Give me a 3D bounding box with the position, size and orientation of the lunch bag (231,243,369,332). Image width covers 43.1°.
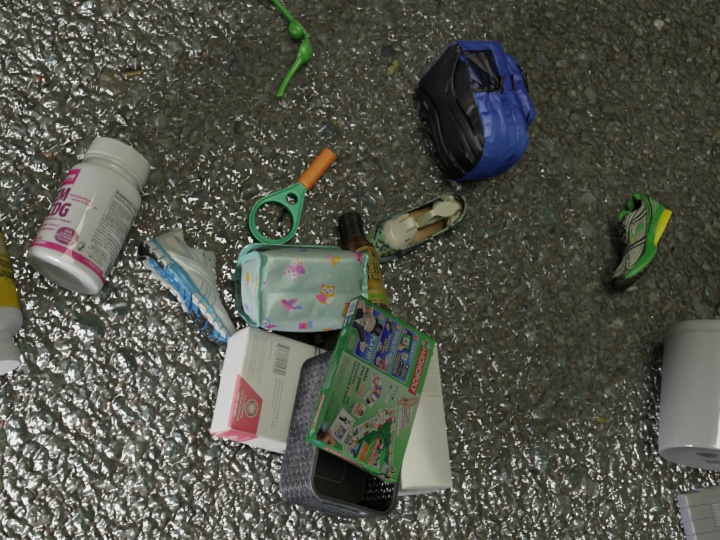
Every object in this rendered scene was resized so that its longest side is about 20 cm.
[{"bbox_3d":[-0.091,0.024,1.311,0.166,0.200,0.125,1,90,-18],"label":"lunch bag"}]

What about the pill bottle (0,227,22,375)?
[{"bbox_3d":[-0.517,0.038,1.221,0.110,0.112,0.204,-14,76,-20],"label":"pill bottle"}]

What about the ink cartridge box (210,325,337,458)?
[{"bbox_3d":[-0.098,0.180,1.290,0.197,0.084,0.149,20,66,-25],"label":"ink cartridge box"}]

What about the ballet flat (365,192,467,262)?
[{"bbox_3d":[0.091,-0.076,1.468,0.197,0.074,0.075,-28,81,-23],"label":"ballet flat"}]

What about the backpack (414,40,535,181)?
[{"bbox_3d":[0.205,-0.258,1.514,0.164,0.163,0.204,-6,72,-22],"label":"backpack"}]

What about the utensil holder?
[{"bbox_3d":[0.563,0.202,1.460,0.166,0.170,0.204,17,69,-10],"label":"utensil holder"}]

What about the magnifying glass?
[{"bbox_3d":[-0.105,-0.118,1.449,0.079,0.022,0.201,38,65,-1],"label":"magnifying glass"}]

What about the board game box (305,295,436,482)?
[{"bbox_3d":[0.017,0.154,1.192,0.133,0.029,0.203,31,61,-23],"label":"board game box"}]

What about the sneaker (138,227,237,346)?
[{"bbox_3d":[-0.232,0.018,1.339,0.086,0.075,0.201,-37,87,-33],"label":"sneaker"}]

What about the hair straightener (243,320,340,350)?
[{"bbox_3d":[-0.076,0.095,1.353,0.196,0.077,0.042,12,70,-12],"label":"hair straightener"}]

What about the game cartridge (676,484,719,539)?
[{"bbox_3d":[0.612,0.412,1.476,0.195,0.038,0.132,-3,69,-17],"label":"game cartridge"}]

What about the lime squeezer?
[{"bbox_3d":[-0.117,-0.386,1.537,0.069,0.038,0.205,-12,74,13],"label":"lime squeezer"}]

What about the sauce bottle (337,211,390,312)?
[{"bbox_3d":[0.000,0.000,1.398,0.063,0.065,0.203,-3,56,-17],"label":"sauce bottle"}]

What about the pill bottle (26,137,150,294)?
[{"bbox_3d":[-0.382,-0.080,1.302,0.111,0.113,0.203,23,66,-7],"label":"pill bottle"}]

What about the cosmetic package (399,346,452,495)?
[{"bbox_3d":[0.072,0.222,1.339,0.083,0.108,0.205,1,70,-17],"label":"cosmetic package"}]

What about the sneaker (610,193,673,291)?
[{"bbox_3d":[0.467,-0.048,1.576,0.084,0.078,0.202,30,57,3],"label":"sneaker"}]

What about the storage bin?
[{"bbox_3d":[-0.018,0.219,1.224,0.133,0.093,0.204,22,66,-26],"label":"storage bin"}]
